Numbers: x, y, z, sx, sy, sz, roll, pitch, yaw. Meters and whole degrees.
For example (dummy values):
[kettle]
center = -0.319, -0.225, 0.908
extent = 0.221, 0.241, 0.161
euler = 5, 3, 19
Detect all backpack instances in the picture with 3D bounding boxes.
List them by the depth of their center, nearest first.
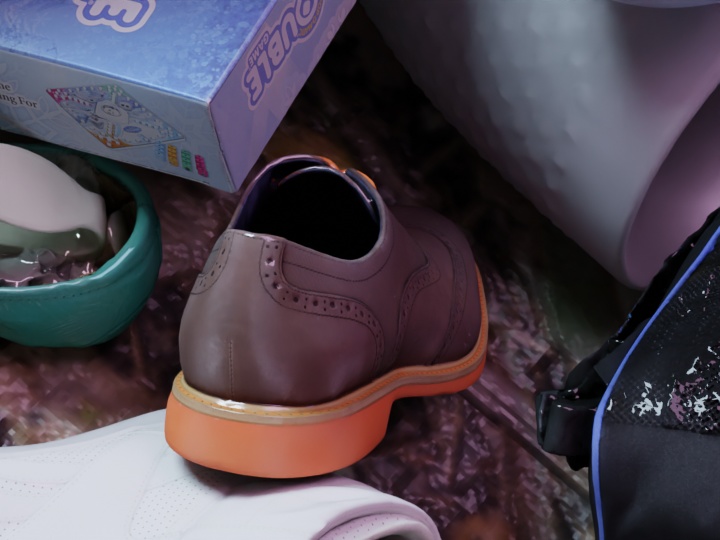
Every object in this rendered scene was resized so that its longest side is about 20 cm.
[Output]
[backpack]
center = 0.148, 0.057, 0.770
extent = 0.134, 0.184, 0.200
euler = 9, 39, 24

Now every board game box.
[board game box]
center = -0.083, -0.130, 0.809
extent = 0.198, 0.044, 0.201
euler = 15, 55, 22

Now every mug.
[mug]
center = 0.090, -0.106, 0.903
extent = 0.175, 0.148, 0.200
euler = 43, 21, 21

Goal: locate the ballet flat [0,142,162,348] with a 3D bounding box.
[ballet flat]
center = -0.150, -0.020, 0.754
extent = 0.199, 0.071, 0.068
euler = 6, 54, -23

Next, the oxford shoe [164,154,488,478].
[oxford shoe]
center = 0.000, 0.000, 0.769
extent = 0.071, 0.073, 0.200
euler = 8, 15, 12

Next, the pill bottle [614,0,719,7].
[pill bottle]
center = 0.091, -0.182, 0.783
extent = 0.104, 0.104, 0.201
euler = 14, 48, -16

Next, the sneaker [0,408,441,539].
[sneaker]
center = -0.072, 0.089, 0.677
extent = 0.199, 0.074, 0.115
euler = -20, 24, -36
